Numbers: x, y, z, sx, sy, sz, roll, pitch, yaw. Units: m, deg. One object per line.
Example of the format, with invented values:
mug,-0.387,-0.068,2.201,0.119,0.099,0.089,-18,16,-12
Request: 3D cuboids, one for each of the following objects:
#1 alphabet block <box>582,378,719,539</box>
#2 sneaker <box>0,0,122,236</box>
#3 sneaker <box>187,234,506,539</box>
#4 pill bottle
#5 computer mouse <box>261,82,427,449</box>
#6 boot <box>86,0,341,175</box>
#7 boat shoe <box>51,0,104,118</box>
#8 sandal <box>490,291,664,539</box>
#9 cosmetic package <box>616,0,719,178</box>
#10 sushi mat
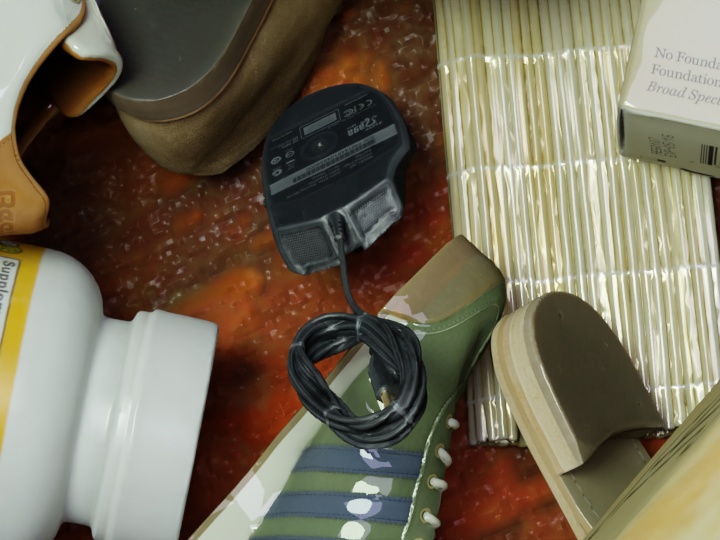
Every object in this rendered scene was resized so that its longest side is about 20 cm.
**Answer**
alphabet block,0.174,0.104,0.894,0.195,0.196,0.200,42,67,2
sneaker,-0.118,-0.100,1.028,0.084,0.073,0.201,8,69,-1
sneaker,0.003,0.091,1.040,0.090,0.067,0.200,40,89,8
pill bottle,-0.154,0.040,1.039,0.199,0.113,0.113,11,81,-3
computer mouse,0.000,0.000,1.018,0.058,0.034,0.200,-24,34,11
boot,-0.025,-0.122,1.087,0.073,0.076,0.200,27,70,26
boat shoe,-0.158,-0.073,1.085,0.200,0.065,0.073,-39,35,1
sandal,0.085,0.117,1.025,0.070,0.077,0.212,-31,76,37
cosmetic package,0.158,-0.131,1.040,0.103,0.073,0.201,11,80,8
sushi mat,0.077,-0.037,1.074,0.095,0.012,0.201,-7,78,8
